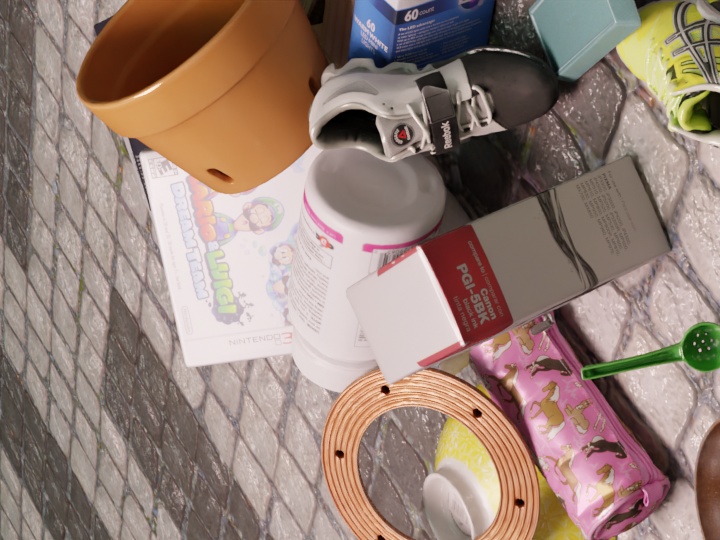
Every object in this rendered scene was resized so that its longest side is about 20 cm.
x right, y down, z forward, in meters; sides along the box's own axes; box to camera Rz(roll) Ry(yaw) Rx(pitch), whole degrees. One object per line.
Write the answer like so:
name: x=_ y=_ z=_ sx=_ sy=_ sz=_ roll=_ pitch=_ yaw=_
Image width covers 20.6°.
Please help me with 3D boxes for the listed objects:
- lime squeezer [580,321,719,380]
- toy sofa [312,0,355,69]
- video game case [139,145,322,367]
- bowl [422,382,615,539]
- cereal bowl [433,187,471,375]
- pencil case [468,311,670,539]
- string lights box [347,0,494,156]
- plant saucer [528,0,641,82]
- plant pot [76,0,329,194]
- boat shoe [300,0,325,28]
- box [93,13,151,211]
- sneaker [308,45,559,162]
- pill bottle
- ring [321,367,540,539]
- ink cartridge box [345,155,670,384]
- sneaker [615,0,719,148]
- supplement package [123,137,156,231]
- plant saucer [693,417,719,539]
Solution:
lime squeezer: x=0.259 y=0.054 z=1.394 sx=0.199 sy=0.070 sz=0.038 roll=-4 pitch=88 yaw=33
toy sofa: x=0.019 y=-0.251 z=1.628 sx=0.098 sy=0.082 sz=0.201 roll=53 pitch=149 yaw=38
video game case: x=-0.086 y=-0.022 z=1.724 sx=0.024 sy=0.181 sz=0.201 roll=-59 pitch=-40 yaw=-71
bowl: x=0.119 y=0.194 z=1.708 sx=0.200 sy=0.107 sz=0.201 roll=42 pitch=142 yaw=45
cereal bowl: x=0.054 y=-0.002 z=1.730 sx=0.200 sy=0.083 sz=0.201 roll=41 pitch=141 yaw=45
pencil case: x=0.168 y=0.123 z=1.595 sx=0.201 sy=0.082 sz=0.087 roll=58 pitch=172 yaw=26
string lights box: x=0.047 y=-0.183 z=1.597 sx=0.059 sy=0.102 sz=0.201 roll=48 pitch=146 yaw=35
plant saucer: x=0.156 y=-0.184 z=1.417 sx=0.200 sy=0.019 sz=0.070 roll=140 pitch=111 yaw=-81
plant pot: x=-0.112 y=-0.158 z=1.609 sx=0.140 sy=0.200 sz=0.200 roll=49 pitch=166 yaw=-30
boat shoe: x=-0.044 y=-0.222 z=1.742 sx=0.063 sy=0.073 sz=0.201 roll=39 pitch=113 yaw=42
box: x=-0.115 y=-0.171 z=1.815 sx=0.104 sy=0.199 sz=0.183 roll=-4 pitch=104 yaw=64
sneaker: x=0.053 y=-0.117 z=1.517 sx=0.199 sy=0.089 sz=0.074 roll=-4 pitch=127 yaw=22
pill bottle: x=0.000 y=0.000 z=1.613 sx=0.114 sy=0.113 sz=0.201 roll=52 pitch=147 yaw=33
ring: x=0.058 y=0.169 z=1.638 sx=0.199 sy=0.019 sz=0.202 roll=12 pitch=118 yaw=24
ink cartridge box: x=0.111 y=0.000 z=1.489 sx=0.083 sy=0.199 sz=0.147 roll=65 pitch=154 yaw=4
sneaker: x=0.226 y=-0.130 z=1.315 sx=0.200 sy=0.076 sz=0.076 roll=36 pitch=140 yaw=53
supplement package: x=-0.159 y=-0.129 z=2.028 sx=0.156 sy=0.110 sz=0.201 roll=-20 pitch=89 yaw=64
plant saucer: x=0.313 y=0.189 z=1.408 sx=0.200 sy=0.034 sz=0.201 roll=41 pitch=141 yaw=44
